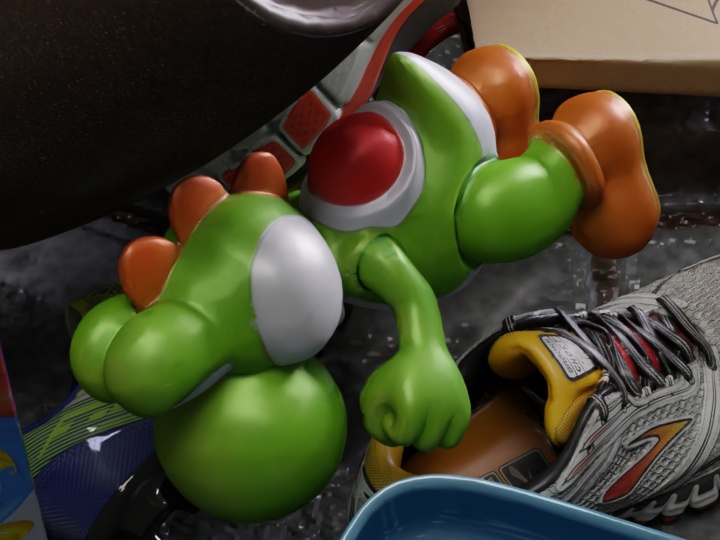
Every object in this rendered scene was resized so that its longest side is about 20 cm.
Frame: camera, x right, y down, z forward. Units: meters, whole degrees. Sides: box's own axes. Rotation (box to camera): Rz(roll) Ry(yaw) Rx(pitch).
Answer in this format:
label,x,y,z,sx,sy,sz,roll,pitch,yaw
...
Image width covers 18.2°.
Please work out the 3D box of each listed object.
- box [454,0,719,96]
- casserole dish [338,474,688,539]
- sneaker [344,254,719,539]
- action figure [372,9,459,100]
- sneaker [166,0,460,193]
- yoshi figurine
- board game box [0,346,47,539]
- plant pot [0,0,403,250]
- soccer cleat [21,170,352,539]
label,x,y,z,sx,sy,sz,roll,pitch,yaw
box,0.131,-0.120,0.876,0.199,0.021,0.164,3,39,-9
casserole dish,0.069,0.138,0.687,0.199,0.039,0.122,17,79,3
sneaker,0.081,0.048,0.765,0.200,0.082,0.078,-32,57,-24
action figure,0.082,-0.117,0.924,0.065,0.052,0.200,32,53,19
sneaker,-0.001,-0.093,0.819,0.082,0.200,0.077,-14,67,-55
yoshi figurine,-0.001,0.011,0.720,0.200,0.112,0.112,-29,81,-30
board game box,-0.164,0.060,0.685,0.103,0.200,0.105,-27,54,-19
plant pot,-0.073,-0.103,0.675,0.200,0.187,0.187,-3,36,52
soccer cleat,-0.058,0.016,0.803,0.084,0.065,0.200,32,59,12
